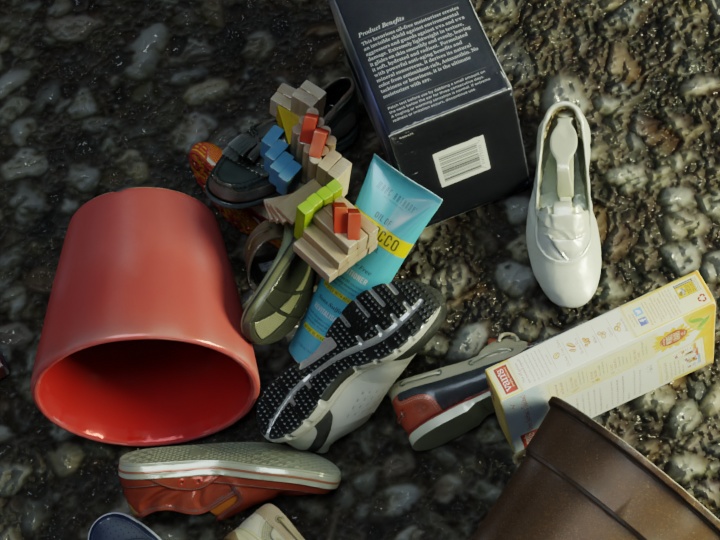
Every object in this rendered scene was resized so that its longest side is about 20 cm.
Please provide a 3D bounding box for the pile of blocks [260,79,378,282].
[{"bbox_3d":[-0.047,-0.090,1.589,0.082,0.062,0.200,-14,60,-15],"label":"pile of blocks"}]

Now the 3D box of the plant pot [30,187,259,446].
[{"bbox_3d":[-0.194,0.035,1.639,0.200,0.201,0.178,-9,57,6],"label":"plant pot"}]

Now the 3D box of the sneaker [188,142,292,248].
[{"bbox_3d":[-0.075,-0.067,1.728,0.200,0.073,0.077,32,62,13],"label":"sneaker"}]

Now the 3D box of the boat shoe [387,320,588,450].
[{"bbox_3d":[0.122,0.090,1.621,0.200,0.071,0.063,-27,63,2],"label":"boat shoe"}]

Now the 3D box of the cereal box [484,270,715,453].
[{"bbox_3d":[0.208,0.081,1.566,0.200,0.144,0.040,-24,65,-2],"label":"cereal box"}]

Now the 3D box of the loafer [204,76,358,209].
[{"bbox_3d":[-0.072,-0.125,1.695,0.072,0.063,0.200,30,42,22],"label":"loafer"}]

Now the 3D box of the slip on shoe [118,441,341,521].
[{"bbox_3d":[-0.116,0.191,1.625,0.199,0.074,0.061,-2,101,2],"label":"slip on shoe"}]

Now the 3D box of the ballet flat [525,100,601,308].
[{"bbox_3d":[0.185,-0.067,1.676,0.069,0.069,0.201,-2,67,9],"label":"ballet flat"}]

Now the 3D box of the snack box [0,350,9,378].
[{"bbox_3d":[-0.436,0.111,1.730,0.200,0.024,0.072,-27,64,-2],"label":"snack box"}]

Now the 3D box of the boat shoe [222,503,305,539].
[{"bbox_3d":[-0.028,0.281,1.563,0.200,0.072,0.065,41,58,14],"label":"boat shoe"}]

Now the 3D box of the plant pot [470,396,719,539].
[{"bbox_3d":[0.173,0.241,1.486,0.200,0.200,0.198,38,85,22],"label":"plant pot"}]

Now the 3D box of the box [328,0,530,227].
[{"bbox_3d":[0.059,-0.177,1.671,0.123,0.200,0.199,-21,64,1],"label":"box"}]

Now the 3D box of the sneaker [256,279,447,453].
[{"bbox_3d":[0.000,0.086,1.616,0.200,0.080,0.074,-40,50,11],"label":"sneaker"}]

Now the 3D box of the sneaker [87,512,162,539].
[{"bbox_3d":[-0.184,0.282,1.567,0.070,0.109,0.200,-32,66,-5],"label":"sneaker"}]

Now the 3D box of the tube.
[{"bbox_3d":[0.000,0.000,1.630,0.077,0.050,0.200,34,112,16],"label":"tube"}]

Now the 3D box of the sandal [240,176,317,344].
[{"bbox_3d":[-0.071,-0.020,1.631,0.057,0.080,0.201,7,57,17],"label":"sandal"}]
